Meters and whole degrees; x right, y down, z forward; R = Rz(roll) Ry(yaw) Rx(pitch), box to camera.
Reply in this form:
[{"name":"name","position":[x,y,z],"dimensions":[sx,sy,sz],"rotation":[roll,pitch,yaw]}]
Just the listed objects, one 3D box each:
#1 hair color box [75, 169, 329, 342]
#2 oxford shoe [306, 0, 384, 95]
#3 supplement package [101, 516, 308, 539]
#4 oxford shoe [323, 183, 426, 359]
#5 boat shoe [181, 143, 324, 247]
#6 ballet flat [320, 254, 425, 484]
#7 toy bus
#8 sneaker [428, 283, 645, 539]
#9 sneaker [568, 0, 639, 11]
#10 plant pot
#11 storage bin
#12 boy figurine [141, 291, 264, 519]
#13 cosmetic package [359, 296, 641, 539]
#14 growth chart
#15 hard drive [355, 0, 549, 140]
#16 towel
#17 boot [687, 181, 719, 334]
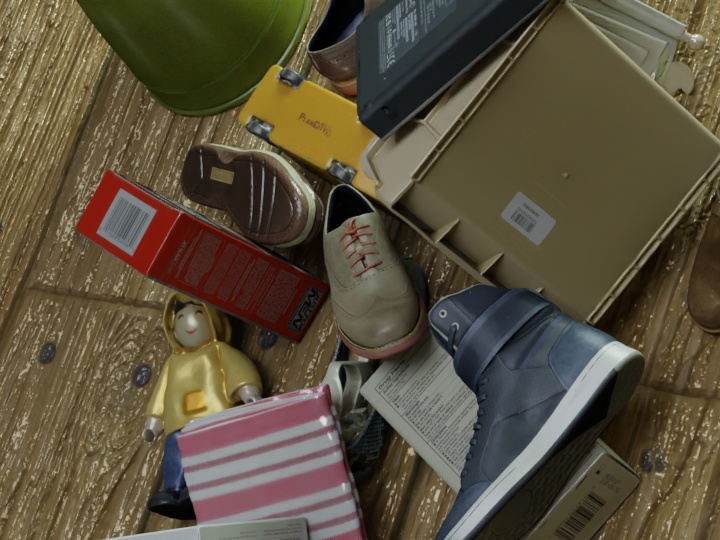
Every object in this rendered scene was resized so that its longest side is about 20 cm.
[{"name":"hair color box","position":[-0.127,-0.010,1.541],"dimensions":[0.101,0.200,0.061],"rotation":[30,91,39]},{"name":"oxford shoe","position":[0.025,-0.251,1.637],"dimensions":[0.071,0.073,0.200],"rotation":[29,86,40]},{"name":"supplement package","position":[-0.129,0.295,1.399],"dimensions":[0.152,0.151,0.200],"rotation":[-12,80,29]},{"name":"oxford shoe","position":[0.000,0.000,1.464],"dimensions":[0.070,0.075,0.200],"rotation":[-23,30,-1]},{"name":"boat shoe","position":[-0.076,-0.068,1.601],"dimensions":[0.202,0.075,0.075],"rotation":[32,110,53]},{"name":"ballet flat","position":[0.003,0.072,1.504],"dimensions":[0.074,0.074,0.200],"rotation":[0,68,33]},{"name":"toy bus","position":[-0.012,-0.106,1.590],"dimensions":[0.200,0.078,0.065],"rotation":[30,87,39]},{"name":"sneaker","position":[0.085,0.103,1.326],"dimensions":[0.146,0.077,0.202],"rotation":[35,78,27]},{"name":"sneaker","position":[0.150,-0.163,1.524],"dimensions":[0.200,0.078,0.099],"rotation":[-60,29,1]},{"name":"plant pot","position":[-0.179,-0.273,1.707],"dimensions":[0.200,0.193,0.201],"rotation":[-15,60,28]},{"name":"storage bin","position":[0.136,-0.082,1.390],"dimensions":[0.199,0.200,0.094],"rotation":[-51,26,3]},{"name":"boy figurine","position":[-0.132,0.107,1.581],"dimensions":[0.124,0.064,0.200],"rotation":[-12,65,32]},{"name":"cosmetic package","position":[0.103,0.123,1.409],"dimensions":[0.104,0.073,0.200],"rotation":[-48,51,4]},{"name":"growth chart","position":[0.169,-0.131,1.464],"dimensions":[0.200,0.145,0.018],"rotation":[-56,9,1]},{"name":"hard drive","position":[0.077,-0.200,1.366],"dimensions":[0.200,0.033,0.140],"rotation":[-39,28,26]},{"name":"towel","position":[-0.059,0.200,1.468],"dimensions":[0.146,0.030,0.200],"rotation":[-17,86,29]},{"name":"boot","position":[0.276,-0.048,1.353],"dimensions":[0.074,0.075,0.200],"rotation":[33,108,40]}]
